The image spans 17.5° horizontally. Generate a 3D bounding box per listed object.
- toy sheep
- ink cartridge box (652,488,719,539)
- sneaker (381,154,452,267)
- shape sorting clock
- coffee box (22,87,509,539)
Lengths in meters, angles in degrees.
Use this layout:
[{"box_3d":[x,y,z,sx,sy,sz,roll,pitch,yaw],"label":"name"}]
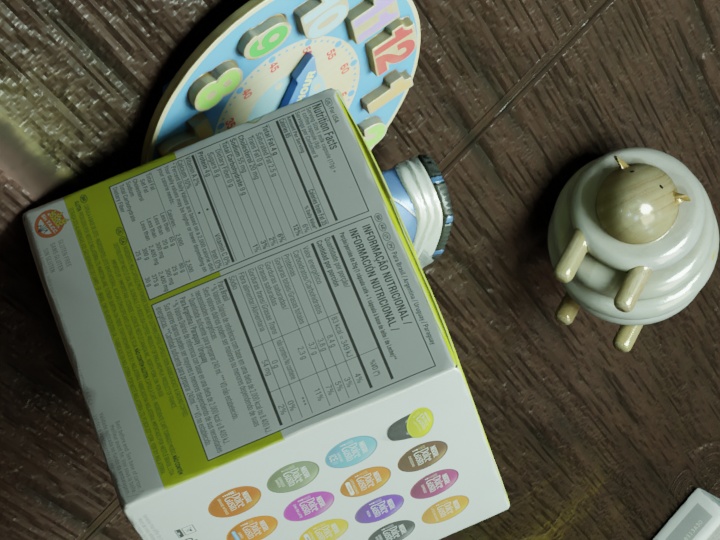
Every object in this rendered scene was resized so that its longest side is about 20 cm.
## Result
[{"box_3d":[0.199,-0.019,1.717,0.138,0.138,0.200,-41,165,-12],"label":"toy sheep"},{"box_3d":[0.334,0.308,2.390,0.161,0.050,0.200,-50,155,5],"label":"ink cartridge box"},{"box_3d":[0.000,0.000,1.541,0.077,0.076,0.200,-11,142,-21],"label":"sneaker"},{"box_3d":[-0.044,-0.095,1.386,0.200,0.039,0.200,-33,148,-24],"label":"shape sorting clock"},{"box_3d":[-0.050,0.055,1.343,0.198,0.200,0.200,-23,150,-1],"label":"coffee box"}]
